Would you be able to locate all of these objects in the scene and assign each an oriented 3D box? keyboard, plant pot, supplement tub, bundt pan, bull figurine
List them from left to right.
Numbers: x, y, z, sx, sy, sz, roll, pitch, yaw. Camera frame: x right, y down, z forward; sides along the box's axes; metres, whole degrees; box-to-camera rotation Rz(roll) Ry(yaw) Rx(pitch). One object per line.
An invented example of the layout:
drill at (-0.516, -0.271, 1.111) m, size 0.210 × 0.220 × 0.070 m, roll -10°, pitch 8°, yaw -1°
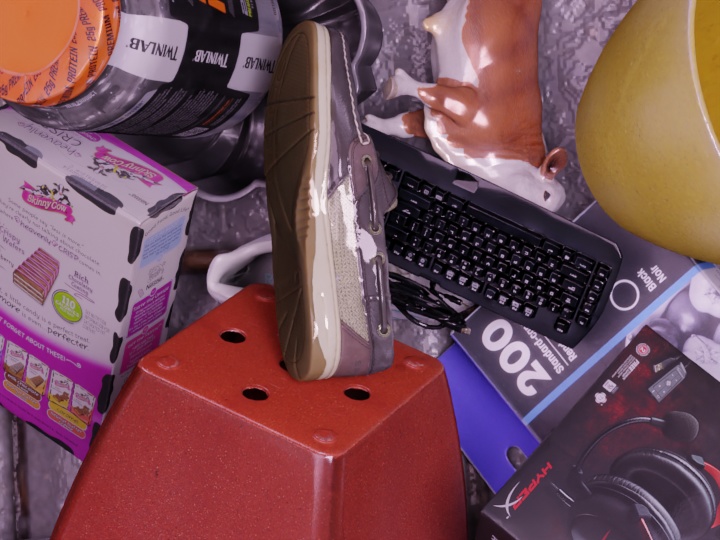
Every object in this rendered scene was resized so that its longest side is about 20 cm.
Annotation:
supplement tub at (-0.137, -0.138, 1.367) m, size 0.122 × 0.200 × 0.123 m, roll 1°, pitch 92°, yaw 24°
bundt pan at (-0.072, -0.143, 1.488) m, size 0.201 × 0.076 × 0.203 m, roll 1°, pitch 92°, yaw 25°
plant pot at (-0.050, 0.126, 1.390) m, size 0.199 × 0.200 × 0.177 m, roll 23°, pitch 121°, yaw 22°
keyboard at (0.043, -0.008, 1.374) m, size 0.199 × 0.040 × 0.104 m, roll 25°, pitch 124°, yaw 12°
bull figurine at (0.063, -0.115, 1.406) m, size 0.065 × 0.121 × 0.201 m, roll -30°, pitch 56°, yaw 58°
plant pot at (0.201, -0.084, 1.320) m, size 0.142 × 0.199 × 0.201 m, roll -19°, pitch 83°, yaw 49°

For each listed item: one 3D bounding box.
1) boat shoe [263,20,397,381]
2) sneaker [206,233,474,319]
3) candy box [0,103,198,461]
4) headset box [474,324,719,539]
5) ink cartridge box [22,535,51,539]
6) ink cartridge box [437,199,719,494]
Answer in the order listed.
boat shoe at (-0.012, -0.038, 1.345) m, size 0.072 × 0.066 × 0.202 m, roll 158°, pitch 113°, yaw -63°
sneaker at (0.000, 0.000, 1.456) m, size 0.199 × 0.080 × 0.071 m, roll -11°, pitch 85°, yaw 20°
candy box at (-0.186, 0.005, 1.511) m, size 0.136 × 0.061 × 0.201 m, roll 32°, pitch 130°, yaw 20°
headset box at (0.183, 0.152, 1.301) m, size 0.200 × 0.075 × 0.149 m, roll 39°, pitch 70°, yaw 15°
ink cartridge box at (-0.261, 0.236, 1.604) m, size 0.199 × 0.039 × 0.100 m, roll -12°, pitch 87°, yaw 25°
ink cartridge box at (0.149, 0.081, 1.411) m, size 0.200 × 0.043 × 0.198 m, roll -44°, pitch 76°, yaw 20°
